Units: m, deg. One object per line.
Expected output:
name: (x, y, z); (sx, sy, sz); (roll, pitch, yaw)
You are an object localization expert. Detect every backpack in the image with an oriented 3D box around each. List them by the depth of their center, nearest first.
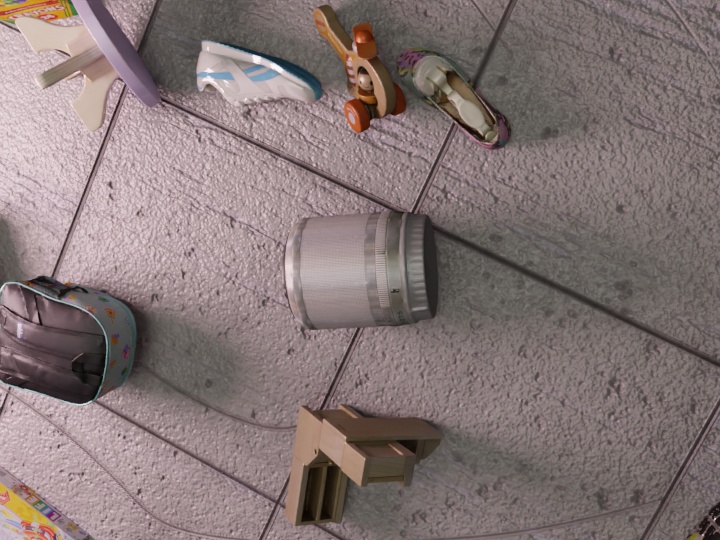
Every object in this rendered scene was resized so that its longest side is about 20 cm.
backpack: (-0.443, 0.109, 1.178); (0.200, 0.153, 0.176); (17, 101, 20)

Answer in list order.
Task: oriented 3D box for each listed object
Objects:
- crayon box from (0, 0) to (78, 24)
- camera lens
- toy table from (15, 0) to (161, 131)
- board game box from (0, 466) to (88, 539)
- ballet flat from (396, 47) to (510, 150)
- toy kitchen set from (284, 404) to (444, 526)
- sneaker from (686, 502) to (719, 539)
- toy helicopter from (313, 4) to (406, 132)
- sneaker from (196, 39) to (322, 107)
crayon box: (-0.507, -0.412, 1.121); (0.127, 0.200, 0.051); (-7, 93, 13)
camera lens: (0.000, 0.000, 1.067); (0.200, 0.160, 0.160); (-4, 94, 13)
toy table: (-0.402, -0.309, 1.127); (0.117, 0.184, 0.200); (-30, 98, 4)
board game box: (-0.578, 0.448, 1.300); (0.200, 0.034, 0.135); (33, 101, 8)
ballet flat: (0.129, -0.244, 1.062); (0.200, 0.071, 0.069); (44, 103, 6)
toy kitchen set: (0.015, 0.305, 1.099); (0.163, 0.200, 0.181); (5, 98, -30)
sneaker: (0.501, 0.386, 1.043); (0.085, 0.077, 0.200); (36, 112, 2)
toy helicopter: (-0.011, -0.302, 1.068); (0.079, 0.132, 0.200); (-28, 70, -15)
sneaker: (-0.148, -0.276, 1.125); (0.200, 0.077, 0.081); (21, 108, 16)
